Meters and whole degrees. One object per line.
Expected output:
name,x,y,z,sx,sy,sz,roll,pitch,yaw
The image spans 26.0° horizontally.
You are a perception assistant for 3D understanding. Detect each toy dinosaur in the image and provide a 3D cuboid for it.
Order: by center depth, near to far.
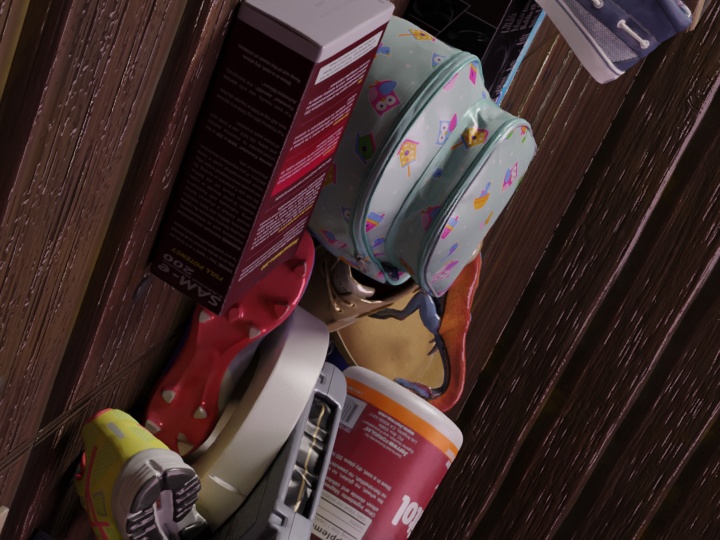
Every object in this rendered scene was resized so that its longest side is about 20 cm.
toy dinosaur,0.064,0.023,1.305,0.105,0.182,0.200,-6,164,-29

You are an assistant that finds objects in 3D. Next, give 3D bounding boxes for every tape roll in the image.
tape roll,-0.095,0.115,1.198,0.203,0.037,0.203,-51,-165,19

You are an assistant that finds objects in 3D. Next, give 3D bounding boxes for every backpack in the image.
backpack,0.032,-0.083,1.132,0.176,0.153,0.200,-55,155,-4

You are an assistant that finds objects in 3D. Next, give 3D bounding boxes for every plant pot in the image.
plant pot,0.022,0.024,1.397,0.027,0.201,0.200,-19,-162,37

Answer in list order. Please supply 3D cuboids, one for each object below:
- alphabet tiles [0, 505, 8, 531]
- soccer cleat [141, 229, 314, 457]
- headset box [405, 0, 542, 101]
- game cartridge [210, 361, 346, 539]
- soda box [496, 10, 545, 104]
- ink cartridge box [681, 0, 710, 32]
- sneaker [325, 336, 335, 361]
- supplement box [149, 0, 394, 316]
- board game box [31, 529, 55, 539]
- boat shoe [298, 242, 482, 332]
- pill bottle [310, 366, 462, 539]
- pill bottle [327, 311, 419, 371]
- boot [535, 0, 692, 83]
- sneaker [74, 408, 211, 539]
alphabet tiles,-0.279,0.222,0.921,0.200,0.006,0.167,-42,159,-59
soccer cleat,-0.100,0.048,1.154,0.201,0.067,0.076,-60,-175,5
headset box,0.076,-0.170,1.312,0.201,0.077,0.149,-62,168,20
game cartridge,-0.072,0.169,1.141,0.133,0.040,0.200,-43,-162,32
soda box,0.106,-0.194,1.411,0.201,0.068,0.064,-63,168,19
ink cartridge box,0.229,-0.318,1.289,0.165,0.199,0.075,-57,169,-19
sneaker,-0.068,0.104,1.328,0.109,0.070,0.200,-62,-170,20
supplement box,-0.057,-0.082,0.980,0.109,0.061,0.201,-42,158,-57
board game box,-0.239,0.283,1.126,0.200,0.062,0.200,-59,169,2
boat shoe,0.000,0.000,1.264,0.199,0.074,0.069,-27,176,16
pill bottle,-0.014,0.186,1.217,0.201,0.113,0.113,-58,169,-10
pill bottle,-0.024,0.103,1.497,0.201,0.112,0.112,-60,169,1
boot,0.170,-0.245,1.210,0.090,0.200,0.073,-33,-155,22
sneaker,-0.158,0.161,1.085,0.078,0.090,0.200,-32,154,-29
